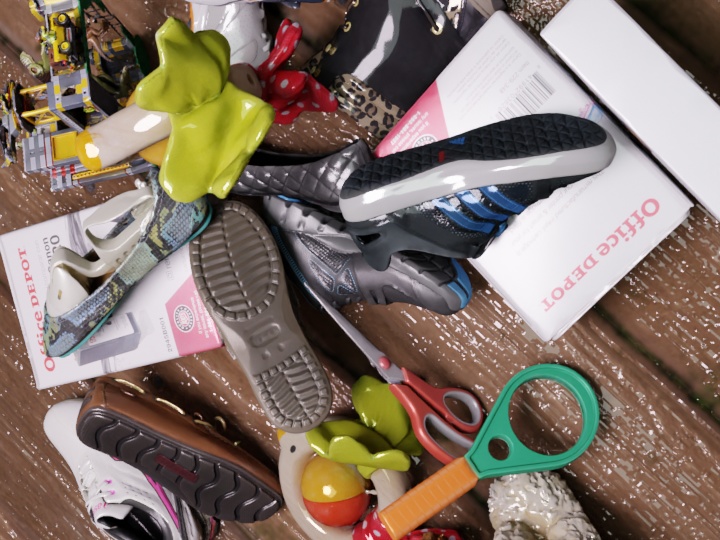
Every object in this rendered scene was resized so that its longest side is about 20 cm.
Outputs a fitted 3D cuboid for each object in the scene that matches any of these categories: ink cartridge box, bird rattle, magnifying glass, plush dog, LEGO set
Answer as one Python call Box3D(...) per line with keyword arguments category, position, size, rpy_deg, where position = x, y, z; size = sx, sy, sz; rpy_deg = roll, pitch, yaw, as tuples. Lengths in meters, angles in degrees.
Box3D(category="ink cartridge box", position=(0.130, -0.071, 0.731), size=(0.148, 0.086, 0.200), rpy_deg=(-44, 83, 19))
Box3D(category="bird rattle", position=(-0.118, -0.125, 0.693), size=(0.161, 0.200, 0.114), rpy_deg=(-18, 108, 19))
Box3D(category="ink cartridge box", position=(-0.207, 0.012, 0.857), size=(0.197, 0.085, 0.148), rpy_deg=(-14, 93, 21))
Box3D(category="bird rattle", position=(0.005, 0.190, 0.822), size=(0.161, 0.113, 0.203), rpy_deg=(0, 116, 34))
Box3D(category="magnifying glass", position=(0.102, 0.144, 0.748), size=(0.198, 0.022, 0.080), rpy_deg=(-30, 73, -17))
Box3D(category="plush dog", position=(0.118, 0.271, 0.723), size=(0.169, 0.160, 0.203), rpy_deg=(-20, 92, -5))
Box3D(category="LEGO set", position=(-0.249, -0.149, 0.780), size=(0.114, 0.200, 0.157), rpy_deg=(-11, 85, 5))

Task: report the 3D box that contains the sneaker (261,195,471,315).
Box3D(category="sneaker", position=(0.000, 0.000, 0.798), size=(0.198, 0.073, 0.083), rpy_deg=(24, 108, 25))

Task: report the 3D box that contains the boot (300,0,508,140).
Box3D(category="boot", position=(0.001, -0.215, 0.764), size=(0.199, 0.073, 0.151), rpy_deg=(40, 108, 6))

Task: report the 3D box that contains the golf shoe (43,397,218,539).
Box3D(category="golf shoe", position=(-0.223, 0.192, 0.883), size=(0.199, 0.092, 0.073), rpy_deg=(38, 108, 11))

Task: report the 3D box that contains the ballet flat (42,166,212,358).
Box3D(category="ballet flat", position=(-0.207, -0.010, 0.769), size=(0.200, 0.074, 0.074), rpy_deg=(-43, 84, 13))

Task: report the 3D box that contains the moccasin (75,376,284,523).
Box3D(category="moccasin", position=(-0.155, 0.159, 0.854), size=(0.199, 0.078, 0.074), rpy_deg=(27, 118, -11))

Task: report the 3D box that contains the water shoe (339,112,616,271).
Box3D(category="water shoe", position=(0.085, -0.054, 0.681), size=(0.197, 0.072, 0.080), rpy_deg=(-10, 121, 19))

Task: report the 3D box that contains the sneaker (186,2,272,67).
Box3D(category="sneaker", position=(-0.100, -0.206, 0.806), size=(0.091, 0.076, 0.203), rpy_deg=(22, 105, -3))

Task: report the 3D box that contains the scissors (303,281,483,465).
Box3D(category="scissors", position=(0.025, 0.087, 0.767), size=(0.199, 0.074, 0.014), rpy_deg=(37, 137, -15))

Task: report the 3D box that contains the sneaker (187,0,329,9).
Box3D(category="sneaker", position=(-0.068, -0.236, 0.718), size=(0.197, 0.079, 0.080), rpy_deg=(9, 99, 34))

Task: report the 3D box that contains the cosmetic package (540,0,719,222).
Box3D(category="cosmetic package", position=(0.217, -0.104, 0.663), size=(0.052, 0.151, 0.200), rpy_deg=(-45, 82, 20))

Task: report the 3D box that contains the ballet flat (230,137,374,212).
Box3D(category="ballet flat", position=(-0.068, -0.090, 0.779), size=(0.197, 0.066, 0.058), rpy_deg=(12, 117, 30))

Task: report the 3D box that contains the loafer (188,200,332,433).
Box3D(category="loafer", position=(-0.083, 0.040, 0.770), size=(0.075, 0.068, 0.203), rpy_deg=(-19, 73, -10))
